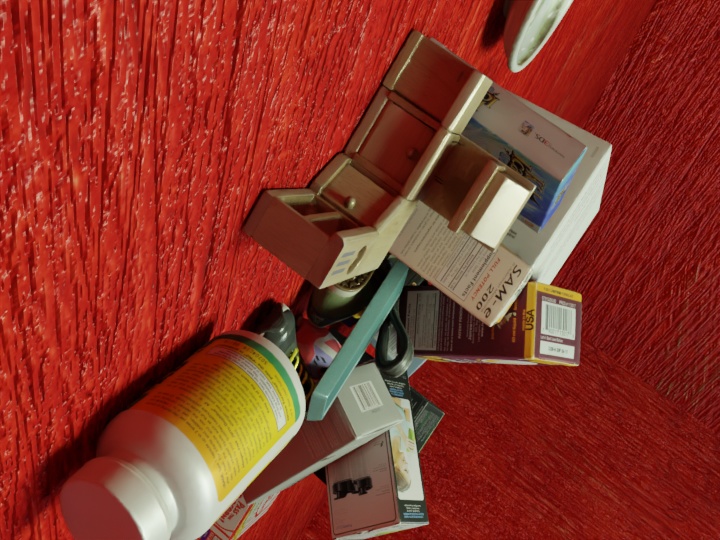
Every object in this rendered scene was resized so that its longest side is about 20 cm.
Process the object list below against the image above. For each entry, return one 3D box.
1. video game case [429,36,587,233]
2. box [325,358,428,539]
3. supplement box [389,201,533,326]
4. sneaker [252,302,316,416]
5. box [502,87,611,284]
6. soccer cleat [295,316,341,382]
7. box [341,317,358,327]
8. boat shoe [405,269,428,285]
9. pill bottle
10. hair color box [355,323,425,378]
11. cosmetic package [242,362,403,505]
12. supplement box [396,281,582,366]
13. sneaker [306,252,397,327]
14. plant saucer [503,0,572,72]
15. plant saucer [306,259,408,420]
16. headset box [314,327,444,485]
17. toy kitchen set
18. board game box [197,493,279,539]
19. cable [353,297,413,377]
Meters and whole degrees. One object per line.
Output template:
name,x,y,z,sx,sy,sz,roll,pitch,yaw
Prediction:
video game case,0.131,-0.128,0.877,0.046,0.180,0.200,-52,169,-5
box,0.012,0.226,1.083,0.115,0.204,0.060,-26,151,36
supplement box,0.081,-0.030,0.900,0.074,0.199,0.126,-54,170,7
sneaker,-0.078,0.105,0.907,0.075,0.084,0.201,-50,168,-28
box,0.188,-0.091,1.120,0.202,0.197,0.172,-53,159,-13
soccer cleat,-0.052,0.114,1.069,0.067,0.076,0.201,-52,168,-15
box,0.027,0.001,1.201,0.200,0.032,0.122,-41,162,-50
boat shoe,0.082,0.028,1.445,0.203,0.063,0.074,-61,170,32
pill bottle,-0.137,0.141,0.686,0.200,0.112,0.114,-42,163,-51
hair color box,0.045,0.094,1.249,0.060,0.099,0.200,-42,180,-2
cosmetic package,-0.061,0.196,1.035,0.199,0.091,0.106,-39,162,31
supplement box,0.151,0.065,1.030,0.109,0.197,0.088,13,78,-46
sneaker,0.000,0.000,1.010,0.200,0.067,0.090,-39,166,-52
plant saucer,0.212,-0.329,0.991,0.201,0.050,0.201,-53,169,-16
plant saucer,0.000,0.074,0.939,0.201,0.019,0.070,-55,168,-32
headset box,-0.015,0.207,1.208,0.176,0.198,0.093,-55,153,-3
toy kitchen set,0.046,-0.075,0.714,0.202,0.162,0.180,-58,169,14
board game box,-0.156,0.328,1.316,0.153,0.046,0.200,-58,169,14
cable,0.035,0.052,1.030,0.096,0.201,0.051,-33,130,0
